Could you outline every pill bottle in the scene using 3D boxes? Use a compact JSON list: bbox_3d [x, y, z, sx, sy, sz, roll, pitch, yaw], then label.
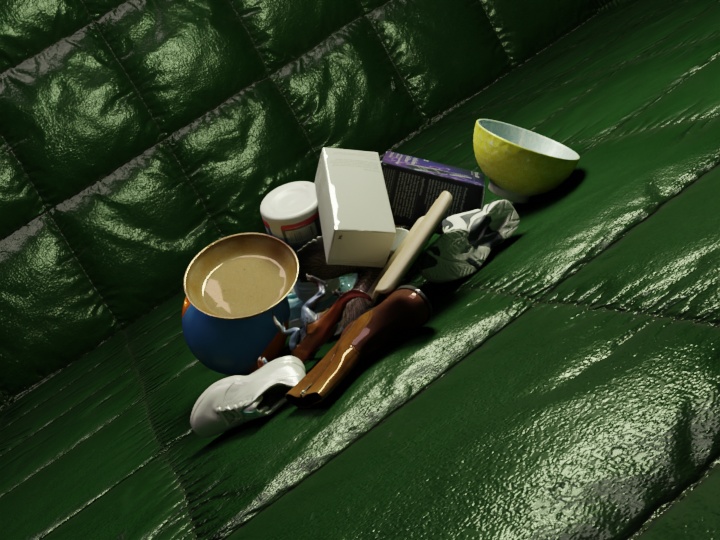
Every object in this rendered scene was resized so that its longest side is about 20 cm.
[{"bbox_3d":[-0.102,-0.047,1.614,0.117,0.203,0.121,-9,36,7],"label":"pill bottle"}]

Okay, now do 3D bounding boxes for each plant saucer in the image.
[{"bbox_3d":[-0.199,0.017,1.499,0.195,0.036,0.203,-3,45,3],"label":"plant saucer"}]

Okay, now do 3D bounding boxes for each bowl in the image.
[{"bbox_3d":[0.284,-0.186,1.590,0.200,0.196,0.110,-63,-9,-70],"label":"bowl"}]

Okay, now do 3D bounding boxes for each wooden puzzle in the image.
[{"bbox_3d":[0.078,-0.026,1.400,0.186,0.037,0.200,-55,1,-9],"label":"wooden puzzle"}]

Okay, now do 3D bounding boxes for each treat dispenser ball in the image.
[{"bbox_3d":[-0.225,0.087,1.602,0.198,0.203,0.201,-30,11,6],"label":"treat dispenser ball"}]

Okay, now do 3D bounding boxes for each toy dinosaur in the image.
[{"bbox_3d":[-0.092,0.104,1.408,0.184,0.104,0.199,-66,19,-13],"label":"toy dinosaur"}]

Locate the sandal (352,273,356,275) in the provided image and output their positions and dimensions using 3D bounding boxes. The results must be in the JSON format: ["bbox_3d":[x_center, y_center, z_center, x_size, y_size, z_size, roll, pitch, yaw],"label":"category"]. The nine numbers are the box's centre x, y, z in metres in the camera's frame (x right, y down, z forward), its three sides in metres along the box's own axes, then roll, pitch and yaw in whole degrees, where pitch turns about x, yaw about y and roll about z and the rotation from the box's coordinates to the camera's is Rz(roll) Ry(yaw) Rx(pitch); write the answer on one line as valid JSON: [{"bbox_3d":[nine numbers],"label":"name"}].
[{"bbox_3d":[0.018,-0.014,1.723,0.078,0.060,0.207,-17,-7,-15],"label":"sandal"}]

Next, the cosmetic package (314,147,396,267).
[{"bbox_3d":[-0.012,-0.108,1.480,0.086,0.105,0.203,109,160,-45],"label":"cosmetic package"}]

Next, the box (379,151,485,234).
[{"bbox_3d":[0.124,-0.138,1.619,0.196,0.107,0.148,13,16,2],"label":"box"}]

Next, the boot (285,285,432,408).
[{"bbox_3d":[-0.004,0.110,1.262,0.200,0.069,0.187,-41,15,-36],"label":"boot"}]

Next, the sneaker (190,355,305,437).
[{"bbox_3d":[-0.173,0.201,1.337,0.198,0.076,0.089,-30,23,4],"label":"sneaker"}]

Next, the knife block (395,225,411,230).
[{"bbox_3d":[0.027,-0.080,1.768,0.195,0.065,0.176,6,-13,-3],"label":"knife block"}]

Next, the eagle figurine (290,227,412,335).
[{"bbox_3d":[-0.001,0.006,1.540,0.198,0.154,0.151,-24,34,-34],"label":"eagle figurine"}]

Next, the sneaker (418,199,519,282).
[{"bbox_3d":[0.157,-0.040,1.454,0.199,0.080,0.129,-42,8,-21],"label":"sneaker"}]

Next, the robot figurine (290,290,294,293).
[{"bbox_3d":[-0.222,0.074,1.867,0.198,0.126,0.150,-32,22,-2],"label":"robot figurine"}]

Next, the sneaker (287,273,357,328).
[{"bbox_3d":[-0.073,0.040,1.708,0.198,0.083,0.074,-29,12,16],"label":"sneaker"}]
